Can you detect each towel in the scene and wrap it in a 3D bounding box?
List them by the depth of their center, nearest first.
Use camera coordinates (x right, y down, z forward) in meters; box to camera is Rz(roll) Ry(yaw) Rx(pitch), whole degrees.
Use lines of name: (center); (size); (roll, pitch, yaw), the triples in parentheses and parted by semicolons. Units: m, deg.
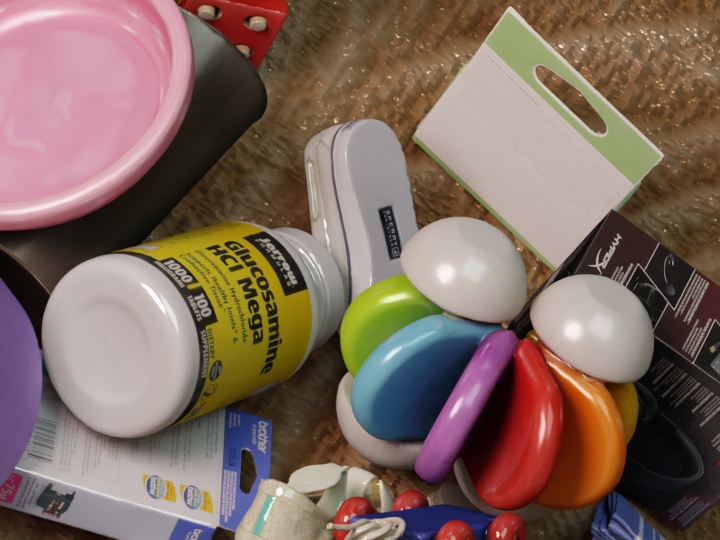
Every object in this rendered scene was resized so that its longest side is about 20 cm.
towel: (0.227, 0.225, 1.661); (0.200, 0.145, 0.024); (45, 96, 3)

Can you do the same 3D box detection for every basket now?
basket: (-0.184, -0.068, 1.625); (0.180, 0.136, 0.200); (16, 59, 28)

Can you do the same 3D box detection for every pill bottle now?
pill bottle: (-0.098, 0.030, 1.594); (0.113, 0.112, 0.200); (55, 33, 10)

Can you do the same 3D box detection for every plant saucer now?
plant saucer: (-0.195, -0.103, 1.544); (0.200, 0.051, 0.201); (-6, 58, 9)

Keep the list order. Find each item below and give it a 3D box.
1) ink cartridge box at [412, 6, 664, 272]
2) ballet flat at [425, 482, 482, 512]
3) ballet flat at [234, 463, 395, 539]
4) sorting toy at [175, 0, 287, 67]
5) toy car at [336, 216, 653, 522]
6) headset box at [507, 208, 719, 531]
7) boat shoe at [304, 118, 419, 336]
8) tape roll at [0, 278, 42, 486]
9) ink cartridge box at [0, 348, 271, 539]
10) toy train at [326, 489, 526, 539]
ink cartridge box: (0.128, -0.096, 1.728); (0.146, 0.200, 0.048); (44, 59, 3)
ballet flat: (0.113, 0.217, 1.662); (0.200, 0.046, 0.067); (40, 26, -6)
ballet flat: (-0.010, 0.151, 1.568); (0.067, 0.200, 0.063); (19, 96, 23)
sorting toy: (-0.124, -0.218, 1.683); (0.198, 0.200, 0.070); (11, 59, -17)
toy car: (0.077, 0.081, 1.580); (0.200, 0.175, 0.150); (25, 30, -3)
headset box: (0.201, 0.075, 1.700); (0.200, 0.149, 0.077); (37, 50, -2)
boat shoe: (0.000, 0.000, 1.706); (0.071, 0.070, 0.201); (-16, 96, -40)
tape roll: (-0.294, 0.060, 1.490); (0.199, 0.085, 0.201); (-5, 63, 11)
ink cartridge box: (-0.154, 0.114, 1.578); (0.199, 0.042, 0.119); (16, 35, -12)
toy train: (0.018, 0.197, 1.493); (0.200, 0.084, 0.116); (2, 97, -61)
